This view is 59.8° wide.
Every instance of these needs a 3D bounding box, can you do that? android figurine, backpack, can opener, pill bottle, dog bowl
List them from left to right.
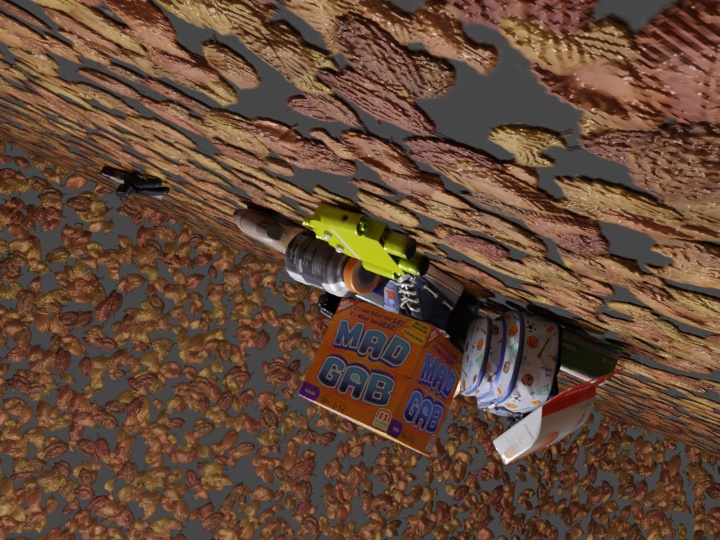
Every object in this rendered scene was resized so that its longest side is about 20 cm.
[{"bbox_3d":[-0.552,-0.212,1.611,0.199,0.079,0.063,7,157,38],"label":"can opener"},{"bbox_3d":[-0.050,-0.010,1.186,0.106,0.107,0.200,28,173,-40],"label":"pill bottle"},{"bbox_3d":[0.002,-0.044,0.938,0.199,0.041,0.182,19,165,29],"label":"android figurine"},{"bbox_3d":[0.025,0.040,1.474,0.199,0.079,0.200,24,174,3],"label":"dog bowl"},{"bbox_3d":[0.259,0.152,1.068,0.153,0.201,0.191,11,162,-13],"label":"backpack"}]

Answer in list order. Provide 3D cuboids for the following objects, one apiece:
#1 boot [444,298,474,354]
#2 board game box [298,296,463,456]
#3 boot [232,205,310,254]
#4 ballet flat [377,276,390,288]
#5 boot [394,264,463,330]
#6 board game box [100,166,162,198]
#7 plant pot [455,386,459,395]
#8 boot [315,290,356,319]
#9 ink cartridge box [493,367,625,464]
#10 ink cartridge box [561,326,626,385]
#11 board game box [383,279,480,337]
[{"bbox_3d":[0.187,0.130,1.228,0.200,0.068,0.131,43,155,-2],"label":"boot"},{"bbox_3d":[0.048,0.198,1.169,0.199,0.201,0.200,16,164,34],"label":"board game box"},{"bbox_3d":[-0.171,-0.077,1.319,0.200,0.070,0.146,30,178,-39],"label":"boot"},{"bbox_3d":[0.000,0.000,1.271,0.068,0.068,0.200,27,174,-25],"label":"ballet flat"},{"bbox_3d":[0.091,0.031,1.066,0.199,0.091,0.073,27,173,-30],"label":"boot"},{"bbox_3d":[-0.662,-0.255,1.813,0.200,0.032,0.120,19,168,47],"label":"board game box"},{"bbox_3d":[0.196,0.162,1.446,0.183,0.200,0.200,38,177,9],"label":"plant pot"},{"bbox_3d":[-0.014,0.101,1.472,0.198,0.074,0.162,25,171,-8],"label":"boot"},{"bbox_3d":[0.337,0.241,1.034,0.162,0.200,0.050,-6,-121,-39],"label":"ink cartridge box"},{"bbox_3d":[0.397,0.155,1.115,0.103,0.060,0.200,22,174,17],"label":"ink cartridge box"},{"bbox_3d":[0.142,0.083,1.294,0.199,0.035,0.136,23,143,19],"label":"board game box"}]
